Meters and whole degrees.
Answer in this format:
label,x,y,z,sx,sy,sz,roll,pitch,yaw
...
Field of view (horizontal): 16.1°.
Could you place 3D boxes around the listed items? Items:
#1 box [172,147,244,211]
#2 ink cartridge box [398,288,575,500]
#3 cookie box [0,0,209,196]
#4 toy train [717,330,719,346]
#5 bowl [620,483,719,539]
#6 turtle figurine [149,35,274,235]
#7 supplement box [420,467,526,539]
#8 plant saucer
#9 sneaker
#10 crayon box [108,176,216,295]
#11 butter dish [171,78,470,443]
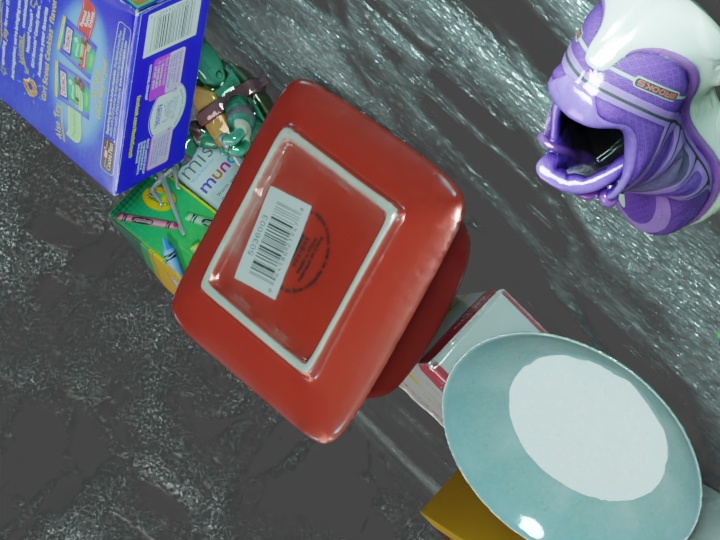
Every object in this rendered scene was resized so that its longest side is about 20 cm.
label,x,y,z,sx,sy,sz,roll,pitch,yaw
box,-0.033,-0.025,2.005,0.176,0.097,0.200,37,171,28
ink cartridge box,0.109,0.092,1.927,0.145,0.083,0.200,43,172,-5
cookie box,-0.206,-0.184,1.830,0.200,0.075,0.172,40,138,26
toy train,0.206,0.024,1.124,0.042,0.056,0.200,44,173,-5
bowl,0.253,0.218,1.899,0.200,0.075,0.200,47,171,-20
turtle figurine,-0.112,-0.115,1.898,0.201,0.100,0.150,58,145,0
supplement box,0.190,0.242,2.143,0.200,0.133,0.197,46,172,-20
plant saucer,0.152,0.116,1.768,0.200,0.039,0.202,19,132,22
sneaker,0.108,-0.060,1.082,0.081,0.083,0.200,41,173,22
crayon box,-0.092,0.015,1.945,0.200,0.058,0.119,37,170,35
butter dish,0.000,0.000,1.764,0.199,0.201,0.147,37,-166,38
